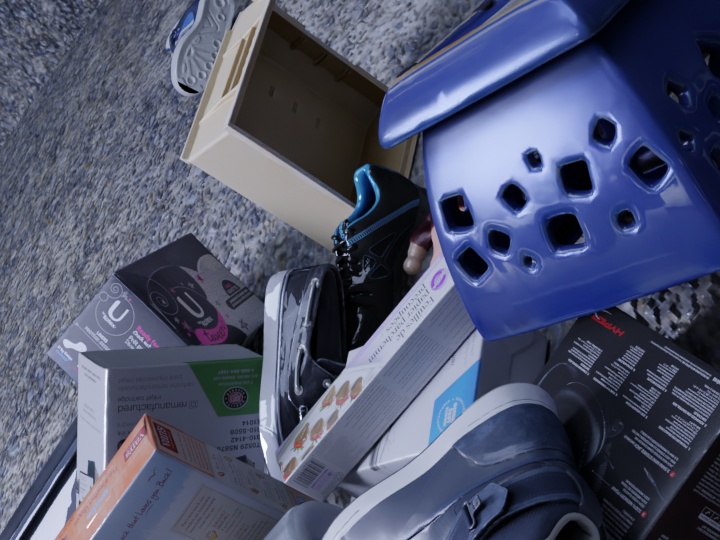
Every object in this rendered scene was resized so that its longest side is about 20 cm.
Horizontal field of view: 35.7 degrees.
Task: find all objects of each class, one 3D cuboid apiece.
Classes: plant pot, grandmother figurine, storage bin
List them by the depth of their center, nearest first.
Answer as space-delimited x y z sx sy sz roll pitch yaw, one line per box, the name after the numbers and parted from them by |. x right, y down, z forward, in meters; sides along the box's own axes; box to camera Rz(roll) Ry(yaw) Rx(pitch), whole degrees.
0.143 -0.098 0.702 0.199 0.180 0.200 -25 15 46 | plant pot
0.081 -0.034 0.937 0.121 0.060 0.201 -28 37 32 | grandmother figurine
-0.230 0.248 1.082 0.134 0.145 0.201 37 94 34 | storage bin
-0.048 -0.149 1.099 0.093 0.199 0.200 -25 42 47 | storage bin

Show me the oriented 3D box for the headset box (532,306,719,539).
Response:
0.141 0.135 0.651 0.201 0.077 0.149 -57 28 3 | headset box

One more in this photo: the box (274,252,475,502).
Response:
0.015 0.079 0.801 0.200 0.041 0.039 -51 30 13 | box

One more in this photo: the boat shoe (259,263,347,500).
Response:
-0.037 0.092 0.923 0.067 0.072 0.202 -13 67 31 | boat shoe

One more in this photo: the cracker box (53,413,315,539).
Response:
-0.116 0.213 0.848 0.134 0.199 0.058 -53 29 8 | cracker box

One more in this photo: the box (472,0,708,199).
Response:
0.157 -0.169 0.897 0.200 0.104 0.148 -48 29 18 | box

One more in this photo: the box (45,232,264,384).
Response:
-0.189 0.061 1.107 0.115 0.132 0.200 -47 -1 19 | box

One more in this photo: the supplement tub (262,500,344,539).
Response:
-0.060 0.271 0.785 0.200 0.122 0.123 -51 29 14 | supplement tub

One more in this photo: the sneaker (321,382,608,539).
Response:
0.047 0.171 0.602 0.203 0.077 0.146 -49 27 16 | sneaker

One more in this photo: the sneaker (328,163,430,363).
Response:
0.000 0.000 0.999 0.073 0.082 0.201 -14 51 52 | sneaker

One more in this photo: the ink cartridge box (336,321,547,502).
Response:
0.041 0.110 0.843 0.199 0.066 0.117 -25 42 45 | ink cartridge box

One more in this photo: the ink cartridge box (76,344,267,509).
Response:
-0.159 0.169 0.941 0.084 0.145 0.202 13 102 60 | ink cartridge box

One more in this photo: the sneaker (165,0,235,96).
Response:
-0.266 -0.338 1.763 0.146 0.080 0.201 -26 44 56 | sneaker
